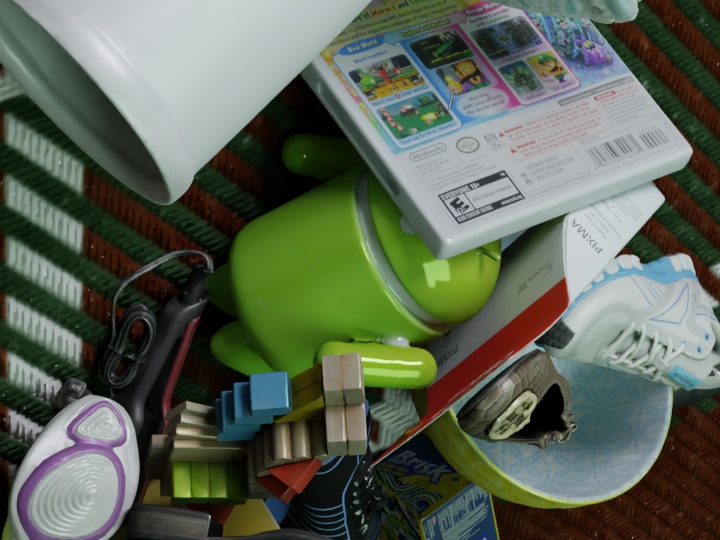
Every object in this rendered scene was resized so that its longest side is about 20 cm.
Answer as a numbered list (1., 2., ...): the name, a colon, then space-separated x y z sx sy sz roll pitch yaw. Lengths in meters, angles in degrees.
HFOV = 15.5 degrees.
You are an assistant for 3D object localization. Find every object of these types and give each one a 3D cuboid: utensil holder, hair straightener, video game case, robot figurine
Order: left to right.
1. hair straightener: -0.142 0.073 1.636 0.077 0.041 0.200 3 122 -44
2. utensil holder: -0.089 -0.162 1.419 0.200 0.170 0.170 -43 140 -13
3. robot figurine: 0.000 0.000 1.628 0.200 0.176 0.116 -26 144 26
4. video game case: 0.077 -0.107 1.612 0.200 0.182 0.024 -21 153 -32

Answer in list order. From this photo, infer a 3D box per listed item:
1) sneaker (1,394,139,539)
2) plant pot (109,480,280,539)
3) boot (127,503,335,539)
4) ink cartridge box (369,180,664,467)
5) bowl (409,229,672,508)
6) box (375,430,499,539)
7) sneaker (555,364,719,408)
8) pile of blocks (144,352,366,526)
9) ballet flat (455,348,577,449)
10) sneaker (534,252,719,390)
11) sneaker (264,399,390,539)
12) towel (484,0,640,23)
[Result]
1. sneaker: -0.196 0.170 1.617 0.075 0.100 0.200 20 85 -19
2. plant pot: -0.116 0.267 1.705 0.176 0.200 0.200 -23 134 -13
3. boot: -0.076 0.237 1.563 0.069 0.200 0.174 45 56 -68
4. ink cartridge box: 0.085 0.024 1.634 0.200 0.047 0.160 -42 180 -44
5. bowl: 0.103 0.075 1.808 0.200 0.200 0.108 -15 171 -36
6. box: 0.060 0.210 1.913 0.064 0.070 0.200 -32 137 -21
7. sneaker: 0.190 0.084 1.957 0.200 0.075 0.085 -2 134 -39
8. pile of blocks: -0.066 0.111 1.577 0.082 0.062 0.200 14 148 -33
9. ballet flat: 0.103 0.087 1.637 0.067 0.046 0.200 -38 169 5
10. sneaker: 0.188 0.041 1.722 0.075 0.087 0.200 -47 160 29
11. sneaker: -0.013 0.140 1.725 0.070 0.078 0.200 -58 177 -29
12. towel: 0.062 -0.215 1.518 0.048 0.171 0.200 -61 142 -15
